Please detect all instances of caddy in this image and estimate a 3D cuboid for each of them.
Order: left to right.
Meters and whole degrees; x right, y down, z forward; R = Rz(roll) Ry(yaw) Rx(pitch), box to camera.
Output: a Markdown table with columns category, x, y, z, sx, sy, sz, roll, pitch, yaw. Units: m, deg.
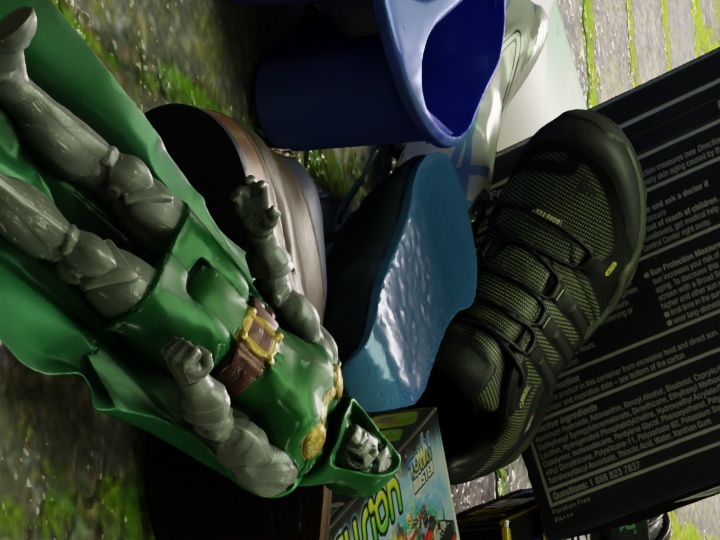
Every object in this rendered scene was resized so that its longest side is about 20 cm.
| category | x | y | z | sx | sy | sz | roll | pitch | yaw |
| --- | --- | --- | --- | --- | --- | --- | --- | --- | --- |
| caddy | 0.016 | -0.134 | 0.889 | 0.200 | 0.105 | 0.142 | -64 | 142 | -57 |

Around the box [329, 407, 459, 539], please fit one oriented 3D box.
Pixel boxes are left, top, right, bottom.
| category | x | y | z | sx | sy | sz | roll | pitch | yaw |
| --- | --- | --- | --- | --- | --- | --- | --- | --- | --- |
| box | 0.000 | 0.139 | 0.862 | 0.200 | 0.035 | 0.111 | -38 | 120 | -68 |

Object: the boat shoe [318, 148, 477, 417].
| category | x | y | z | sx | sy | sz | roll | pitch | yaw |
| --- | --- | --- | --- | --- | --- | --- | --- | --- | --- |
| boat shoe | 0.000 | 0.000 | 0.867 | 0.200 | 0.068 | 0.084 | -49 | 121 | -67 |

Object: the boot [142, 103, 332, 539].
| category | x | y | z | sx | sy | sz | roll | pitch | yaw |
| --- | --- | --- | --- | --- | --- | --- | --- | --- | --- |
| boot | -0.031 | 0.041 | 0.744 | 0.097 | 0.074 | 0.201 | -2 | 84 | -68 |

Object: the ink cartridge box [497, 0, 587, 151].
| category | x | y | z | sx | sy | sz | roll | pitch | yaw |
| --- | --- | --- | --- | --- | --- | --- | --- | --- | --- |
| ink cartridge box | 0.083 | -0.093 | 1.168 | 0.200 | 0.050 | 0.161 | -76 | 152 | -51 |

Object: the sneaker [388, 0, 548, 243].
| category | x | y | z | sx | sy | sz | roll | pitch | yaw |
| --- | --- | --- | --- | --- | --- | --- | --- | --- | --- |
| sneaker | 0.037 | -0.062 | 1.017 | 0.072 | 0.072 | 0.201 | 107 | 2 | -60 |

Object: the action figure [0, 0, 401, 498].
| category | x | y | z | sx | sy | sz | roll | pitch | yaw |
| --- | --- | --- | --- | --- | --- | --- | --- | --- | --- |
| action figure | -0.055 | 0.009 | 0.632 | 0.200 | 0.055 | 0.118 | 45 | 50 | -31 |

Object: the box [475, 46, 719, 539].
| category | x | y | z | sx | sy | sz | roll | pitch | yaw |
| --- | --- | --- | --- | --- | --- | --- | --- | --- | --- |
| box | 0.172 | 0.011 | 1.054 | 0.123 | 0.199 | 0.199 | 1 | 68 | -59 |

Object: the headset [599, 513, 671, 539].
| category | x | y | z | sx | sy | sz | roll | pitch | yaw |
| --- | --- | --- | --- | --- | --- | --- | --- | --- | --- |
| headset | 0.166 | 0.116 | 1.262 | 0.200 | 0.093 | 0.124 | -56 | 138 | -88 |

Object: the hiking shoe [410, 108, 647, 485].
| category | x | y | z | sx | sy | sz | roll | pitch | yaw |
| --- | --- | --- | --- | --- | --- | --- | --- | --- | --- |
| hiking shoe | 0.075 | 0.023 | 0.965 | 0.101 | 0.075 | 0.201 | -36 | 148 | -63 |

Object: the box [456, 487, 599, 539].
| category | x | y | z | sx | sy | sz | roll | pitch | yaw |
| --- | --- | --- | --- | --- | --- | --- | --- | --- | --- |
| box | 0.090 | 0.202 | 1.089 | 0.200 | 0.049 | 0.161 | 2 | 80 | -71 |
